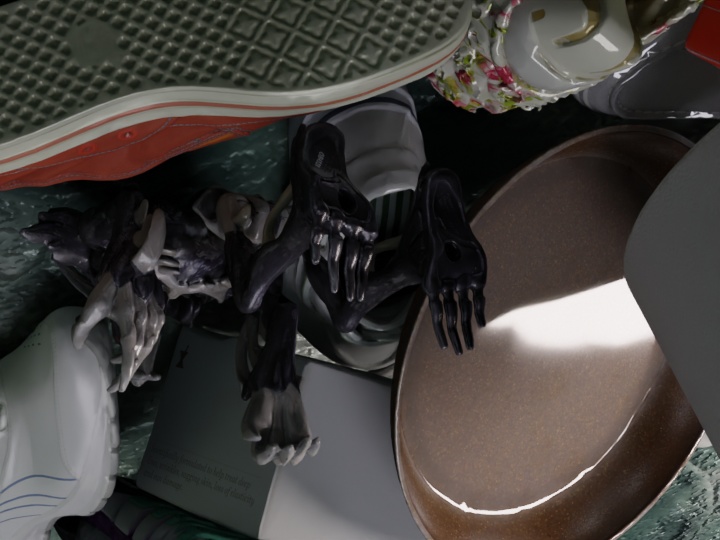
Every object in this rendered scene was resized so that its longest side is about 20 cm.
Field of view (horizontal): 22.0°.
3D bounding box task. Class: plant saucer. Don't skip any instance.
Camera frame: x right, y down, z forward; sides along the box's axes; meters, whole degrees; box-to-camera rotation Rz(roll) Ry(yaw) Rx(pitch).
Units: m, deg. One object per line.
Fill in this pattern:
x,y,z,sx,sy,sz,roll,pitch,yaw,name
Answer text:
0.085,0.032,0.780,0.199,0.032,0.202,-16,119,-32,plant saucer

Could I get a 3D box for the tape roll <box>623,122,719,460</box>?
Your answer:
0.219,0.013,0.710,0.201,0.140,0.203,-19,151,-11,tape roll

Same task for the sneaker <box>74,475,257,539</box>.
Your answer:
-0.073,0.152,0.802,0.074,0.088,0.199,19,178,-30,sneaker

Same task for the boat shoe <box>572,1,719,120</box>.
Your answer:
0.182,-0.087,0.734,0.198,0.069,0.072,-11,148,-12,boat shoe

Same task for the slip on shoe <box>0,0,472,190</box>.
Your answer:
-0.059,-0.072,0.640,0.198,0.075,0.061,-16,163,0,slip on shoe

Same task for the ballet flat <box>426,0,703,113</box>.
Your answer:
0.099,-0.111,0.659,0.075,0.064,0.200,33,123,-31,ballet flat

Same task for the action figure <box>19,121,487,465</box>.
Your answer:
-0.053,0.012,0.686,0.118,0.103,0.199,21,158,-36,action figure

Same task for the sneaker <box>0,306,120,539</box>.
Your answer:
-0.163,0.084,0.820,0.086,0.075,0.200,9,138,-28,sneaker

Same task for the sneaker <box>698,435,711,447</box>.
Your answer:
0.177,0.014,0.870,0.074,0.087,0.201,-11,146,-8,sneaker

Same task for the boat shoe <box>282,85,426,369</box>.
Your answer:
0.000,0.000,0.775,0.073,0.067,0.201,-16,148,-3,boat shoe

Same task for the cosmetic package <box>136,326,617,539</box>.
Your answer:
0.013,0.092,0.844,0.199,0.082,0.112,17,176,-33,cosmetic package

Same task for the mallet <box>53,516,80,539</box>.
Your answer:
-0.055,0.142,0.913,0.198,0.041,0.066,12,155,9,mallet

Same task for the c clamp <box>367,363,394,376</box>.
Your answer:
-0.020,0.119,0.984,0.169,0.027,0.200,-20,148,2,c clamp

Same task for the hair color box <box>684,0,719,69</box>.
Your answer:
0.190,-0.136,0.578,0.101,0.061,0.201,21,97,-45,hair color box
